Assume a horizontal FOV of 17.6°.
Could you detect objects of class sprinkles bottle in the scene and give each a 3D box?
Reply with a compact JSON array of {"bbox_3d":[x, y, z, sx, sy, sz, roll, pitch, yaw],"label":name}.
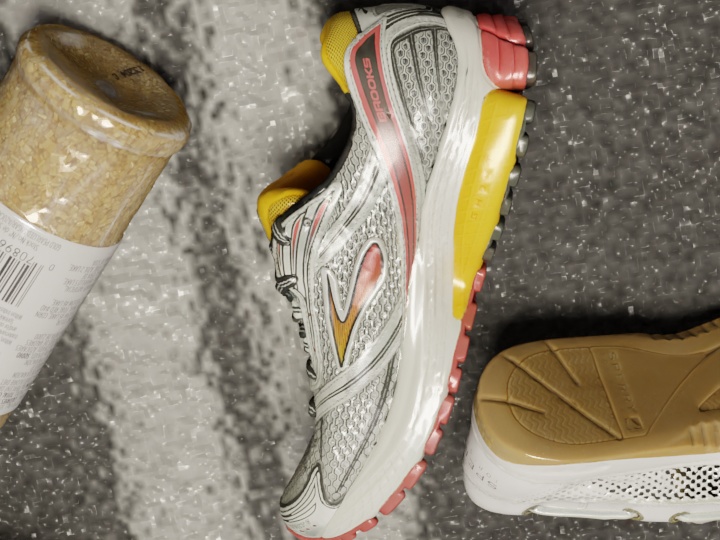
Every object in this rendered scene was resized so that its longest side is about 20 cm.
[{"bbox_3d":[-0.136,0.011,0.826,0.068,0.068,0.200,28,111,-16],"label":"sprinkles bottle"}]

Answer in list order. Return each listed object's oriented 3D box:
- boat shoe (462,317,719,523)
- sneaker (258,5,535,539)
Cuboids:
[{"bbox_3d":[0.133,0.061,0.877,0.199,0.071,0.069,1,143,-13],"label":"boat shoe"},{"bbox_3d":[0.000,0.000,0.825,0.082,0.078,0.201,12,105,-5],"label":"sneaker"}]
